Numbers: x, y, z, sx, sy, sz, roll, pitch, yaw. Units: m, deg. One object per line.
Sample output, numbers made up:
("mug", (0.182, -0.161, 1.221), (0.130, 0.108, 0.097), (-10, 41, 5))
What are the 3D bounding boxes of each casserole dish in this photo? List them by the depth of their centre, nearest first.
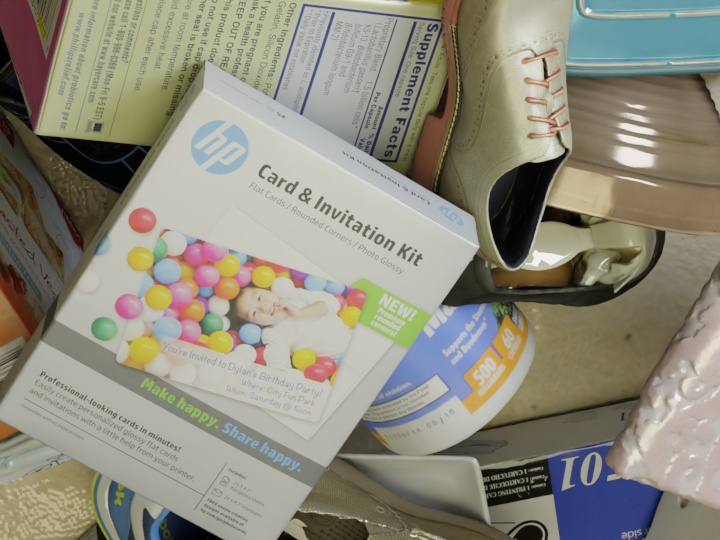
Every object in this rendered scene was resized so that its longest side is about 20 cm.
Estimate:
("casserole dish", (0.152, -0.151, 1.343), (0.199, 0.039, 0.122), (-3, 114, -9))

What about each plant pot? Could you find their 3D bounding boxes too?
("plant pot", (0.116, -0.089, 1.449), (0.200, 0.201, 0.093), (11, 99, -13))

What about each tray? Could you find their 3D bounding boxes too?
("tray", (-0.013, 0.149, 1.597), (0.199, 0.022, 0.108), (-1, 118, 22))

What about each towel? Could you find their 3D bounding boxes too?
("towel", (0.251, 0.050, 1.478), (0.191, 0.032, 0.200), (23, 101, -34))

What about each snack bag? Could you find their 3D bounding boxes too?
("snack bag", (-0.124, 0.080, 1.472), (0.188, 0.200, 0.021), (-15, 84, -41))

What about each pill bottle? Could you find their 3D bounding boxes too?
("pill bottle", (0.000, 0.000, 1.516), (0.112, 0.112, 0.200), (-36, 115, 10))

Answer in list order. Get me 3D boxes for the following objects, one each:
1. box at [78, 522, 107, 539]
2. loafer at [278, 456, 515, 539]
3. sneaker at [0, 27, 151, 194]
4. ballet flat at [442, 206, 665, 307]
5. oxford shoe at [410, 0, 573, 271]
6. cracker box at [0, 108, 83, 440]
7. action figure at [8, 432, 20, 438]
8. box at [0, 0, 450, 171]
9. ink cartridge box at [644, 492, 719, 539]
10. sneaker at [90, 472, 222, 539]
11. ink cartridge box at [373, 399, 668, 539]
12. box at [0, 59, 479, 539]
("box", (-0.168, 0.269, 1.657), (0.200, 0.048, 0.158), (-43, 114, 13))
("loafer", (0.020, 0.171, 1.542), (0.199, 0.067, 0.076), (24, 125, 7))
("sneaker", (-0.166, -0.099, 1.465), (0.070, 0.078, 0.200), (-43, 113, 13))
("ballet flat", (0.117, -0.011, 1.498), (0.200, 0.068, 0.068), (-12, 93, -41))
("oxford shoe", (0.081, -0.091, 1.285), (0.071, 0.074, 0.201), (-17, 135, -30))
("cracker box", (-0.203, -0.016, 1.431), (0.058, 0.200, 0.134), (-27, 115, 8))
("action figure", (-0.209, 0.073, 1.559), (0.199, 0.055, 0.118), (-26, 113, 1))
("box", (-0.073, -0.145, 1.342), (0.199, 0.176, 0.097), (5, 124, -23))
("ink cartridge box", (0.289, 0.144, 1.611), (0.199, 0.083, 0.147), (9, 109, -26))
("sneaker", (-0.083, 0.191, 1.577), (0.074, 0.082, 0.200), (-42, 111, -26))
("ink cartridge box", (0.106, 0.141, 1.634), (0.199, 0.044, 0.094), (-12, 118, -2))
("box", (-0.060, 0.022, 1.297), (0.156, 0.041, 0.200), (30, 109, -14))
